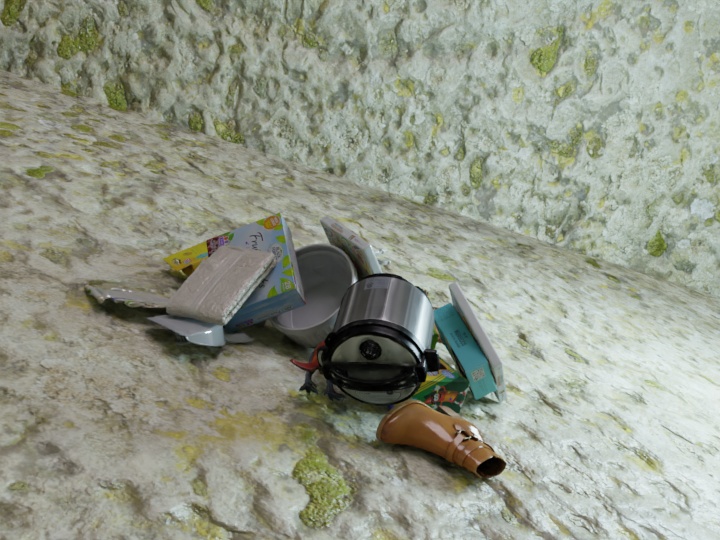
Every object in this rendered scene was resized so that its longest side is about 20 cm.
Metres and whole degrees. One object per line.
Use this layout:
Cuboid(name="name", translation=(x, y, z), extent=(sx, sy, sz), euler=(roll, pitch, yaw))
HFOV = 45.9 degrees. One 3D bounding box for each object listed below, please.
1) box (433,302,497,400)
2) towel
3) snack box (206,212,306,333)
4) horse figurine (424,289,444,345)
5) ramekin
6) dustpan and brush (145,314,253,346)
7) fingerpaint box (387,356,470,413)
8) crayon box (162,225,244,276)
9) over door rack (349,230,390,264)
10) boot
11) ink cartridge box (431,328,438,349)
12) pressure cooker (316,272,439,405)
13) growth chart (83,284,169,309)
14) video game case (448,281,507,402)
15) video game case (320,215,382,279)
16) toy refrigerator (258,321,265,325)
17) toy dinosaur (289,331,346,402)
Cuboid(name="box", translation=(0.204, 0.158, 1.693), extent=(0.049, 0.083, 0.201), euler=(-25, 36, -1))
Cuboid(name="towel", translation=(-0.253, 0.022, 1.570), extent=(0.131, 0.035, 0.201), euler=(8, 42, 26))
Cuboid(name="snack box", translation=(-0.207, 0.002, 1.664), extent=(0.166, 0.068, 0.202), euler=(-19, 52, 6))
Cuboid(name="horse figurine", translation=(0.179, 0.120, 2.016), extent=(0.131, 0.051, 0.200), euler=(-8, 37, -37))
Cuboid(name="ramekin", translation=(-0.087, 0.058, 1.686), extent=(0.199, 0.201, 0.105), euler=(29, -19, 36))
Cuboid(name="dustpan and brush", translation=(-0.276, 0.115, 1.555), extent=(0.198, 0.058, 0.139), euler=(-6, 16, -42))
Cuboid(name="fingerpaint box", translation=(0.083, 0.192, 1.631), extent=(0.165, 0.074, 0.200), euler=(8, 18, -34))
Cuboid(name="crayon box", translation=(-0.317, -0.029, 1.845), extent=(0.198, 0.051, 0.127), euler=(-23, 22, -20))
Cuboid(name="over door rack", translation=(0.000, 0.005, 2.039), extent=(0.066, 0.150, 0.200), euler=(4, 21, -33))
Cuboid(name="boot", translation=(0.134, 0.288, 1.392), extent=(0.198, 0.077, 0.155), euler=(13, 18, -44))
Cuboid(name="ink cartridge box", translation=(0.052, 0.124, 1.830), extent=(0.197, 0.077, 0.148), euler=(12, 17, -14))
Cuboid(name="pressure cooker", translation=(0.030, 0.125, 1.425), extent=(0.178, 0.176, 0.201), euler=(38, 34, -17))
Cuboid(name="growth chart", translation=(-0.411, 0.056, 1.600), extent=(0.197, 0.018, 0.144), euler=(11, 5, -26))
Cuboid(name="video game case", translation=(0.237, 0.146, 1.708), extent=(0.183, 0.023, 0.201), euler=(68, -4, -58))
Cuboid(name="video game case", translation=(0.000, 0.000, 1.727), extent=(0.023, 0.202, 0.182), euler=(-33, 35, -15))
Cuboid(name="toy refrigerator", translation=(-0.235, 0.041, 1.802), extent=(0.075, 0.071, 0.200), euler=(14, 16, -13))
Cuboid(name="toy dinosaur", translation=(-0.038, 0.141, 1.515), extent=(0.103, 0.201, 0.183), euler=(8, 58, 14))
